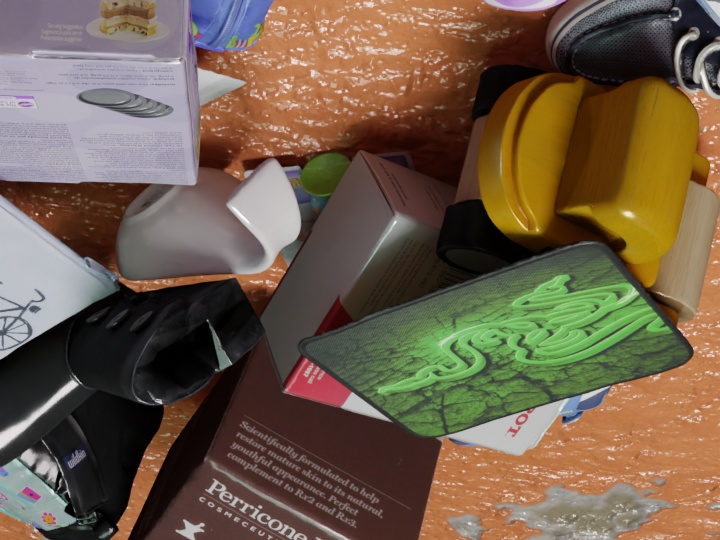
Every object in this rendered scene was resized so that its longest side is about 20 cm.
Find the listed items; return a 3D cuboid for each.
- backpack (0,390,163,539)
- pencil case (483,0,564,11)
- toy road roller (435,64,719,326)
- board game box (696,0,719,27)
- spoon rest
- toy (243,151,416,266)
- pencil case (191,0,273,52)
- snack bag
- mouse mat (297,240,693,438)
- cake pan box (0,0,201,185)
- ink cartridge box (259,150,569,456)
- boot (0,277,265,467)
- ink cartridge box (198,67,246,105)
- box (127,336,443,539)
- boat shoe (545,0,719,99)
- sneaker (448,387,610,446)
[{"bbox_3d":[-0.260,0.103,0.990,0.126,0.167,0.200,-26,124,31],"label":"backpack"},{"bbox_3d":[0.068,-0.221,0.624,0.084,0.086,0.200,26,154,35],"label":"pencil case"},{"bbox_3d":[0.152,-0.040,0.759,0.199,0.123,0.146,23,164,-28],"label":"toy road roller"},{"bbox_3d":[0.205,-0.219,0.583,0.200,0.043,0.199,-42,128,16],"label":"board game box"},{"bbox_3d":[-0.094,-0.029,0.812,0.061,0.099,0.200,51,158,-19],"label":"spoon rest"},{"bbox_3d":[0.000,0.000,0.921,0.115,0.047,0.200,-6,139,14],"label":"toy"},{"bbox_3d":[-0.053,-0.195,0.656,0.078,0.087,0.200,9,143,-23],"label":"pencil case"},{"bbox_3d":[-0.275,0.011,0.787,0.200,0.021,0.189,-30,143,11],"label":"snack bag"},{"bbox_3d":[0.082,0.049,0.781,0.199,0.008,0.161,-21,142,25],"label":"mouse mat"},{"bbox_3d":[-0.186,-0.097,0.695,0.199,0.053,0.184,1,163,-3],"label":"cake pan box"},{"bbox_3d":[0.057,0.028,0.870,0.199,0.083,0.146,19,116,-30],"label":"ink cartridge box"},{"bbox_3d":[-0.167,0.070,0.830,0.200,0.165,0.066,5,140,55],"label":"boot"},{"bbox_3d":[-0.190,-0.131,0.756,0.199,0.047,0.160,12,161,-42],"label":"ink cartridge box"},{"bbox_3d":[-0.062,0.175,0.977,0.166,0.164,0.200,30,129,-8],"label":"box"},{"bbox_3d":[0.202,-0.121,0.719,0.199,0.093,0.075,-11,139,17],"label":"boat shoe"},{"bbox_3d":[0.141,0.086,0.997,0.082,0.074,0.200,24,138,-27],"label":"sneaker"}]
